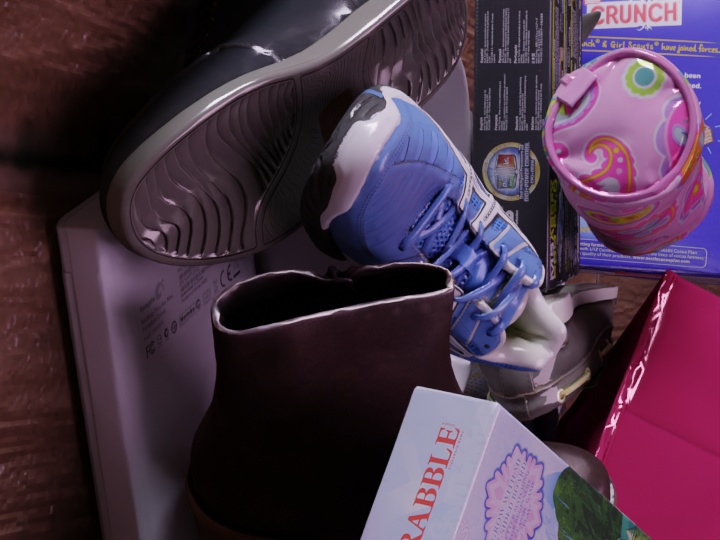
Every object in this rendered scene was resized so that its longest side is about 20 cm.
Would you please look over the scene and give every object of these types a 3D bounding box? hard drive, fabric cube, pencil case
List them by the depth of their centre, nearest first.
[{"bbox_3d":[-0.078,0.051,0.745,0.132,0.026,0.201,-46,137,-58],"label":"hard drive"},{"bbox_3d":[0.149,-0.060,0.941,0.200,0.087,0.088,26,70,-76],"label":"pencil case"},{"bbox_3d":[0.198,0.159,0.953,0.200,0.199,0.196,-62,176,-33],"label":"fabric cube"}]

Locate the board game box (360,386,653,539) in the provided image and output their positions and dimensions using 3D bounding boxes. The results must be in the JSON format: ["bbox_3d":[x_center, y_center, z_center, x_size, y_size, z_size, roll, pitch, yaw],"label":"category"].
[{"bbox_3d":[0.050,0.177,0.666,0.199,0.041,0.201,40,64,-48],"label":"board game box"}]

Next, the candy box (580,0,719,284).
[{"bbox_3d":[0.195,-0.097,1.223,0.077,0.168,0.201,16,80,-73],"label":"candy box"}]

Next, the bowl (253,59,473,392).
[{"bbox_3d":[0.000,0.000,0.863,0.200,0.074,0.201,-50,138,-60],"label":"bowl"}]

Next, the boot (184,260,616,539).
[{"bbox_3d":[0.028,0.066,0.708,0.167,0.199,0.073,100,-21,-45],"label":"boot"}]

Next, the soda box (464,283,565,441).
[{"bbox_3d":[0.091,0.066,1.081,0.200,0.068,0.064,-60,143,-65],"label":"soda box"}]

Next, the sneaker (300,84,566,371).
[{"bbox_3d":[0.037,-0.013,0.717,0.076,0.077,0.200,-58,153,-6],"label":"sneaker"}]

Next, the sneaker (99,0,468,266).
[{"bbox_3d":[-0.054,-0.073,0.712,0.200,0.106,0.075,-37,135,-37],"label":"sneaker"}]

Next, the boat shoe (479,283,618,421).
[{"bbox_3d":[0.106,0.042,0.964,0.202,0.072,0.061,-12,93,-72],"label":"boat shoe"}]

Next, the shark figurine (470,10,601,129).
[{"bbox_3d":[0.114,-0.072,1.137,0.215,0.089,0.129,-62,150,-42],"label":"shark figurine"}]

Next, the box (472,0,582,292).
[{"bbox_3d":[0.098,-0.092,0.985,0.160,0.044,0.201,-16,107,-76],"label":"box"}]
